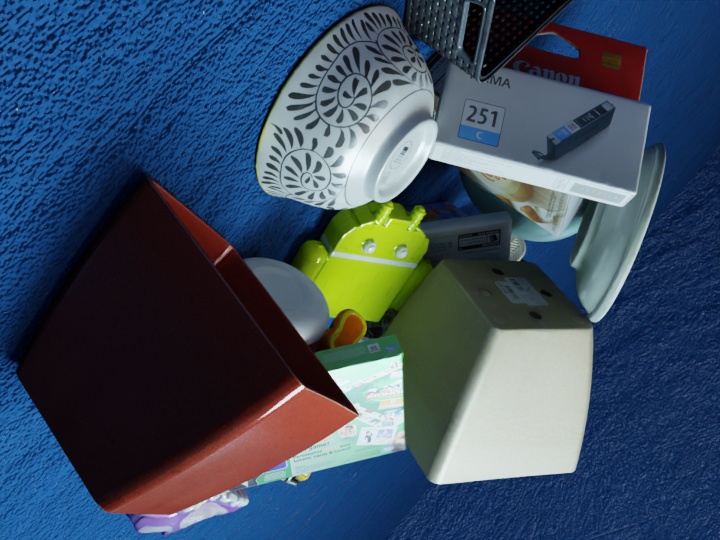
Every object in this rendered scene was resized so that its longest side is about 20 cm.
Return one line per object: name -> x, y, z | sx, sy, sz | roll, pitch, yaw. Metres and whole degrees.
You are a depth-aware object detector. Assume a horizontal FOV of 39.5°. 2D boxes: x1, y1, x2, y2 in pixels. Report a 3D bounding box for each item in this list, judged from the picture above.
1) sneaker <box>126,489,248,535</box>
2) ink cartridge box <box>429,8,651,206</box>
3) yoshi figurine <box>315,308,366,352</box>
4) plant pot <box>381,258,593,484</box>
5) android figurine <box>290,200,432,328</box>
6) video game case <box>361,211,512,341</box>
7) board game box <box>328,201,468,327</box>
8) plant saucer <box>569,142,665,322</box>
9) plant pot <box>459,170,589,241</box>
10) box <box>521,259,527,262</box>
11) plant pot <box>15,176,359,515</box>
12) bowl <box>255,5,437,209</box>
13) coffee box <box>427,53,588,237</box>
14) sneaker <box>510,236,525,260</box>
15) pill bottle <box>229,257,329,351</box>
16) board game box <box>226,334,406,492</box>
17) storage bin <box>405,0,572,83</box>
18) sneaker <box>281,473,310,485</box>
sneaker -> -0.204, 0.264, 1.163 | 0.089, 0.081, 0.200 | -47, 158, 7
ink cartridge box -> 0.178, -0.171, 0.964 | 0.045, 0.197, 0.179 | 105, -2, -74
yoshi figurine -> -0.036, 0.094, 1.067 | 0.111, 0.114, 0.199 | 5, 162, -32
plant pot -> 0.146, 0.097, 1.127 | 0.197, 0.200, 0.179 | 1, 122, -27
android figurine -> 0.000, 0.000, 1.108 | 0.180, 0.041, 0.201 | 9, 129, -38
video game case -> 0.080, 0.019, 1.200 | 0.197, 0.022, 0.184 | -8, 130, -6
board game box -> 0.052, 0.009, 1.326 | 0.197, 0.056, 0.199 | -59, 161, 20
plant saucer -> 0.266, -0.047, 1.078 | 0.200, 0.050, 0.203 | 21, 89, -84
plant pot -> 0.196, -0.141, 1.187 | 0.202, 0.200, 0.134 | -56, 153, 15
box -> 0.161, 0.061, 1.425 | 0.106, 0.121, 0.202 | -41, -155, 45
plant pot -> -0.143, 0.083, 0.790 | 0.176, 0.201, 0.200 | -40, 162, 0
bowl -> 0.007, -0.124, 0.900 | 0.201, 0.094, 0.202 | -45, 160, -21
coffee box -> 0.154, -0.141, 1.053 | 0.080, 0.199, 0.115 | -47, 161, -18
sneaker -> 0.127, 0.009, 1.314 | 0.198, 0.076, 0.084 | -27, 180, -29
pill bottle -> -0.114, 0.094, 0.986 | 0.112, 0.112, 0.201 | -25, 149, -54
board game box -> -0.055, 0.138, 0.947 | 0.197, 0.029, 0.136 | -11, 130, -10
storage bin -> 0.140, -0.288, 0.915 | 0.200, 0.093, 0.136 | -45, 161, -23
sneaker -> -0.090, 0.200, 1.141 | 0.078, 0.082, 0.200 | -59, 164, 7
